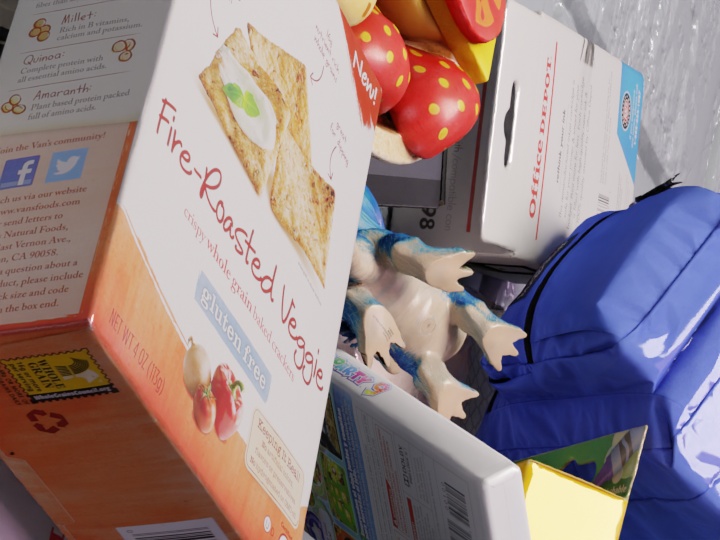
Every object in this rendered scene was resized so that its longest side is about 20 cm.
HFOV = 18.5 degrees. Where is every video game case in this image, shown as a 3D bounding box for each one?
[{"bbox_3d":[0.005,0.098,0.830,0.018,0.200,0.144,-23,119,-24],"label":"video game case"}]

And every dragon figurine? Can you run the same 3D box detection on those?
[{"bbox_3d":[0.000,0.000,0.857,0.059,0.099,0.200,-51,140,-3],"label":"dragon figurine"}]

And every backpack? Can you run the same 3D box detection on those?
[{"bbox_3d":[0.145,0.052,1.022,0.162,0.200,0.168,-43,98,-23],"label":"backpack"}]

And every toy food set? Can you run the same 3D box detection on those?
[{"bbox_3d":[0.009,-0.140,0.820,0.200,0.049,0.198,58,34,-43],"label":"toy food set"}]

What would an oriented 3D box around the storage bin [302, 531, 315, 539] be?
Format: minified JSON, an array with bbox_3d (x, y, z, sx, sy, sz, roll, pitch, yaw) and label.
[{"bbox_3d":[-0.061,0.158,0.703,0.134,0.200,0.146,53,3,-41],"label":"storage bin"}]

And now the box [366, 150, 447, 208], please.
[{"bbox_3d":[-0.017,-0.127,0.901,0.200,0.050,0.199,2,93,-65],"label":"box"}]

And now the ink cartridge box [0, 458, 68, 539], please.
[{"bbox_3d":[-0.148,0.024,0.605,0.200,0.083,0.147,44,54,-58],"label":"ink cartridge box"}]

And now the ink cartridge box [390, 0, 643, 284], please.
[{"bbox_3d":[0.072,-0.059,1.071,0.200,0.067,0.116,15,80,-64],"label":"ink cartridge box"}]

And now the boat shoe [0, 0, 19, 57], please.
[{"bbox_3d":[-0.098,-0.148,0.741,0.063,0.073,0.200,-48,-159,53],"label":"boat shoe"}]

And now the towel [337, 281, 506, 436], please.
[{"bbox_3d":[0.022,0.097,1.031,0.191,0.032,0.201,23,72,-63],"label":"towel"}]

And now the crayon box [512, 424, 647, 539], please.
[{"bbox_3d":[0.045,0.157,0.915,0.051,0.126,0.200,23,70,-17],"label":"crayon box"}]

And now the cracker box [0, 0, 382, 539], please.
[{"bbox_3d":[-0.052,-0.021,0.643,0.134,0.058,0.200,60,30,-46],"label":"cracker box"}]
